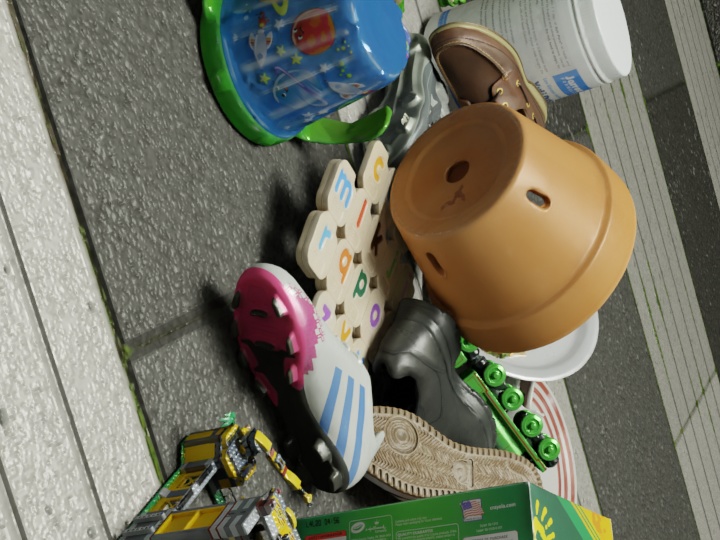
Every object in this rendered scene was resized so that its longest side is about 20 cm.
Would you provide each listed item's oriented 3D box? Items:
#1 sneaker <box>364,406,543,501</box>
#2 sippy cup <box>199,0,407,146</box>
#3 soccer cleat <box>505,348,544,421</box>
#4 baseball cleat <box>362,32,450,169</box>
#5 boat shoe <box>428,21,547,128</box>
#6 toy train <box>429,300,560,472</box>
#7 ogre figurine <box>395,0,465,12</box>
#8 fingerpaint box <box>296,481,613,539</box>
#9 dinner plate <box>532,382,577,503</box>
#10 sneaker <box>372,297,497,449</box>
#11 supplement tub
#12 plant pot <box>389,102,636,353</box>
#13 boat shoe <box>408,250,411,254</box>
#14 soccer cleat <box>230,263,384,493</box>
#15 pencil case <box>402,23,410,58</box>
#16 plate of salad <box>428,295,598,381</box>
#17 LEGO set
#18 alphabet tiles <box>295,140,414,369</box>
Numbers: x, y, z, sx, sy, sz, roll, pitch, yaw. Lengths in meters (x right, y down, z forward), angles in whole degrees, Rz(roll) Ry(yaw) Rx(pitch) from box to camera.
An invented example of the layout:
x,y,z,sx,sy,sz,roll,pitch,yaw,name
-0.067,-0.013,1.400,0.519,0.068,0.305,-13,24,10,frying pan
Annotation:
x,y,z,sx,sy,sz,roll,pitch,yaw,name
0.047,0.180,1.070,0.198,0.108,0.071,21,58,-23,sneaker
-0.038,-0.181,0.991,0.177,0.129,0.141,7,72,-62,sippy cup
0.151,0.070,1.290,0.069,0.077,0.202,30,52,-54,soccer cleat
0.055,-0.147,1.217,0.107,0.069,0.201,53,36,-37,baseball cleat
0.136,-0.179,1.269,0.200,0.071,0.068,39,43,-46,boat shoe
0.117,0.115,1.179,0.201,0.056,0.042,54,-5,-6,toy train
0.058,-0.307,1.239,0.199,0.119,0.099,16,64,-59,ogre figurine
0.074,0.221,0.944,0.167,0.198,0.074,31,50,-53,fingerpaint box
0.190,0.210,1.361,0.200,0.024,0.202,38,45,-51,dinner plate
0.059,0.121,1.114,0.091,0.075,0.201,-50,129,-32,sneaker
0.180,-0.245,1.355,0.132,0.198,0.133,34,49,-52,supplement tub
0.119,-0.050,1.075,0.140,0.199,0.202,41,43,-39,plant pot
0.089,-0.087,1.251,0.071,0.070,0.201,61,31,-35,boat shoe
-0.036,0.072,0.939,0.086,0.069,0.202,-42,124,-42,soccer cleat
-0.022,-0.255,1.103,0.078,0.086,0.201,-100,164,-61,pencil case
0.159,0.019,1.260,0.198,0.048,0.202,13,51,-17,plate of salad
-0.055,0.194,0.801,0.154,0.115,0.202,-34,108,-61,LEGO set
0.000,0.000,1.051,0.200,0.014,0.197,56,47,-52,alphabet tiles
